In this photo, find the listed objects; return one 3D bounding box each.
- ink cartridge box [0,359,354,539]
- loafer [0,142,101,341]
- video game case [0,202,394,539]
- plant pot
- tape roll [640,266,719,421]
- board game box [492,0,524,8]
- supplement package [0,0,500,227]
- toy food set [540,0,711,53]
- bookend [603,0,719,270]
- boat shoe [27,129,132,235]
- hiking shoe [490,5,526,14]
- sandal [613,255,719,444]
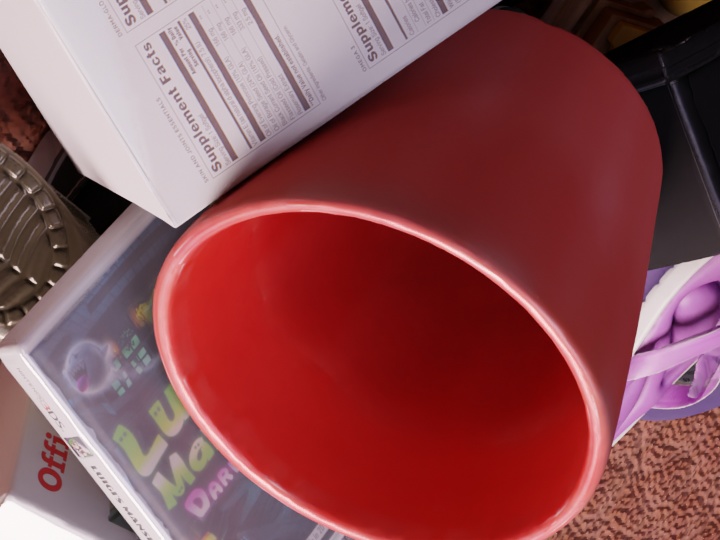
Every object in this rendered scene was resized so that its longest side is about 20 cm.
[{"bbox_3d":[-0.097,0.129,1.014,0.199,0.146,0.084,30,120,-20],"label":"ink cartridge box"},{"bbox_3d":[-0.147,0.005,0.962,0.200,0.068,0.076,42,81,-15],"label":"loafer"},{"bbox_3d":[-0.047,0.038,0.953,0.200,0.023,0.182,-50,116,-34],"label":"video game case"},{"bbox_3d":[0.038,-0.006,0.905,0.178,0.199,0.201,-57,148,-42],"label":"plant pot"},{"bbox_3d":[0.208,-0.009,1.217,0.199,0.085,0.200,-23,148,-15],"label":"tape roll"},{"bbox_3d":[0.061,-0.191,1.057,0.199,0.028,0.136,-28,134,-20],"label":"board game box"},{"bbox_3d":[-0.056,-0.145,0.882,0.200,0.152,0.151,-35,112,-12],"label":"supplement package"},{"bbox_3d":[0.175,-0.136,1.134,0.143,0.060,0.200,7,123,-49],"label":"toy food set"},{"bbox_3d":[0.201,-0.033,1.019,0.200,0.092,0.200,-27,98,-41],"label":"bookend"},{"bbox_3d":[-0.092,-0.066,1.005,0.200,0.057,0.069,-49,136,0],"label":"boat shoe"},{"bbox_3d":[0.042,-0.073,1.055,0.200,0.086,0.075,84,25,-58],"label":"hiking shoe"},{"bbox_3d":[0.169,0.054,1.139,0.082,0.050,0.203,8,129,-50],"label":"sandal"}]
